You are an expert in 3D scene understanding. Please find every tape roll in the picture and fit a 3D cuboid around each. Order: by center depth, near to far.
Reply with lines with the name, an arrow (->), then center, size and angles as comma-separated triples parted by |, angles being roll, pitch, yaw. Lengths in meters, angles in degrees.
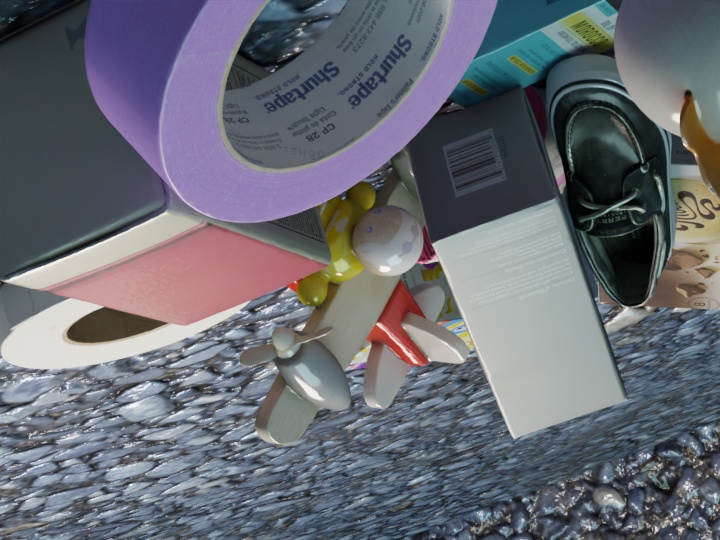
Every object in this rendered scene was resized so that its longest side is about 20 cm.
tape roll -> -0.028, -0.120, 0.933 | 0.200, 0.066, 0.200 | -31, 147, -23
tape roll -> -0.172, 0.020, 1.460 | 0.202, 0.037, 0.203 | -16, 164, -5

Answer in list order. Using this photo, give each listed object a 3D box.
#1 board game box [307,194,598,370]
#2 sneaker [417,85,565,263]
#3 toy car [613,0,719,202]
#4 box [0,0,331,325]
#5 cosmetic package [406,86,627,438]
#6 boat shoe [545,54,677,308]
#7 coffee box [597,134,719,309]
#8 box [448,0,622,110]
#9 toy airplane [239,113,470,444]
board game box -> 0.067, 0.004, 1.548 | 0.200, 0.105, 0.103 | -7, 162, -32
sneaker -> 0.095, -0.064, 1.392 | 0.088, 0.081, 0.200 | -4, 160, -37
toy car -> 0.176, -0.129, 0.931 | 0.184, 0.200, 0.177 | 5, 177, 28
box -> -0.117, -0.055, 1.095 | 0.109, 0.128, 0.200 | -23, 163, 19
cosmetic package -> 0.098, 0.000, 1.238 | 0.090, 0.107, 0.200 | -21, 137, 8
boat shoe -> 0.162, -0.050, 1.229 | 0.072, 0.071, 0.200 | -6, 143, 20
coffee box -> 0.218, -0.053, 1.364 | 0.113, 0.080, 0.200 | 2, 152, 9
box -> 0.131, -0.161, 1.158 | 0.200, 0.049, 0.082 | -23, 164, 20
toy airplane -> 0.000, 0.000, 1.282 | 0.199, 0.200, 0.141 | -8, 174, -33
